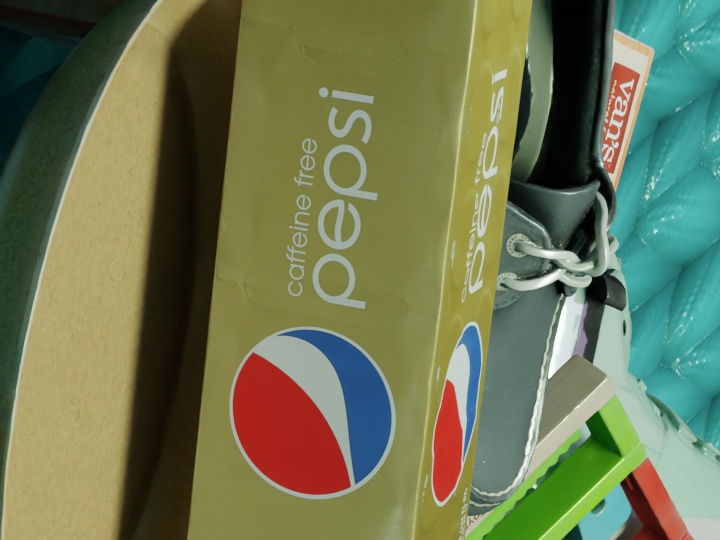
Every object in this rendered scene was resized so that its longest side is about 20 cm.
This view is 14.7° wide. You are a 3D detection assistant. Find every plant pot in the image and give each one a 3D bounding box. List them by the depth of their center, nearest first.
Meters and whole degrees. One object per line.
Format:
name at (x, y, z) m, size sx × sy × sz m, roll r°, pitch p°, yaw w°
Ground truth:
plant pot at (-0.062, 0.022, 0.698) m, size 0.200 × 0.027 × 0.202 m, roll 10°, pitch 90°, yaw -77°

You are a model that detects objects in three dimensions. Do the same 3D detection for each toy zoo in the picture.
toy zoo at (0.072, 0.138, 1.039) m, size 0.131 × 0.020 × 0.200 m, roll -43°, pitch 135°, yaw -12°

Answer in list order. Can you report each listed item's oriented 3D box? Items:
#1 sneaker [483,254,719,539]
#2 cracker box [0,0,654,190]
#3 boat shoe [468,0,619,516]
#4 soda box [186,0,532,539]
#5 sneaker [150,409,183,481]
sneaker at (0.109, 0.048, 1.101) m, size 0.200 × 0.073 × 0.119 m, roll 8°, pitch 90°, yaw -52°
cracker box at (-0.020, -0.077, 0.861) m, size 0.199 × 0.133 × 0.058 m, roll 17°, pitch 88°, yaw -50°
boat shoe at (0.040, -0.019, 0.795) m, size 0.073 × 0.062 × 0.202 m, roll -16°, pitch 114°, yaw -46°
soda box at (0.000, 0.000, 0.740) m, size 0.068 × 0.064 × 0.202 m, roll -34°, pitch 132°, yaw -70°
sneaker at (-0.029, 0.079, 0.868) m, size 0.200 × 0.115 × 0.076 m, roll 27°, pitch 71°, yaw -55°
